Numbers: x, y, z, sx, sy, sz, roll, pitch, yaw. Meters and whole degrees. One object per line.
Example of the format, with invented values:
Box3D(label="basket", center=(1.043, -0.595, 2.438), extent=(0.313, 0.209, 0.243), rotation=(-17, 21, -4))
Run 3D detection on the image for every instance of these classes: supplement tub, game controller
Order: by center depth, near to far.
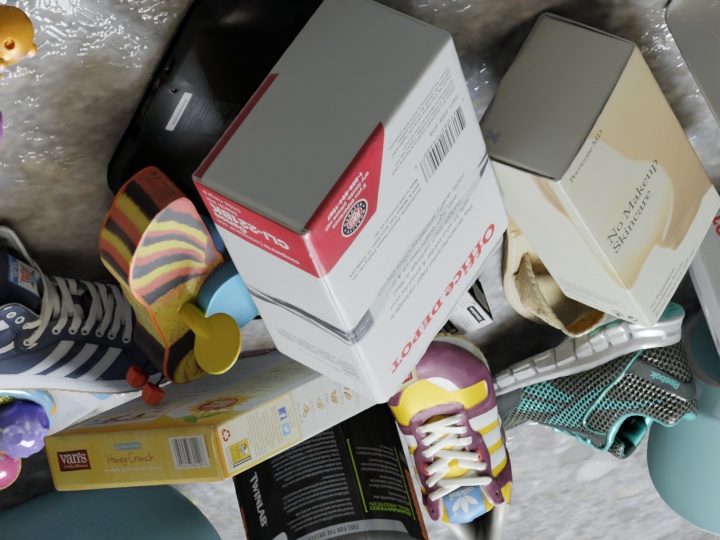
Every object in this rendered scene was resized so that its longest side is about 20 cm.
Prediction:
Box3D(label="game controller", center=(-0.076, -0.095, 1.482), extent=(0.104, 0.042, 0.200), rotation=(15, 137, -18))
Box3D(label="supplement tub", center=(-0.020, 0.167, 1.734), extent=(0.122, 0.200, 0.123), rotation=(-11, 146, -7))

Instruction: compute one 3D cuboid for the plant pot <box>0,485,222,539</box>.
Box3D(label="plant pot", center=(-0.170, 0.226, 1.797), extent=(0.135, 0.200, 0.200), rotation=(-41, 157, -28))

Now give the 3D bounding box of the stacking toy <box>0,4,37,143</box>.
Box3D(label="stacking toy", center=(-0.240, -0.072, 1.396), extent=(0.116, 0.110, 0.200), rotation=(23, 120, -29))

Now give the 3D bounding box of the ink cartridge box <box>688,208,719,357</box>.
Box3D(label="ink cartridge box", center=(0.330, 0.004, 1.691), extent=(0.199, 0.146, 0.084), rotation=(-18, 144, 2))

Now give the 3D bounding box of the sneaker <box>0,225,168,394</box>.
Box3D(label="sneaker", center=(-0.182, 0.023, 1.572), extent=(0.199, 0.070, 0.109), rotation=(-4, 147, -12))

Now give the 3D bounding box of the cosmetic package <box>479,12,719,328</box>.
Box3D(label="cosmetic package", center=(0.147, -0.058, 1.550), extent=(0.105, 0.071, 0.200), rotation=(-60, 147, -12))

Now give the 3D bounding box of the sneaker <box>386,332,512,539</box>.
Box3D(label="sneaker", center=(0.066, 0.120, 1.730), extent=(0.075, 0.090, 0.200), rotation=(-15, 145, 12))

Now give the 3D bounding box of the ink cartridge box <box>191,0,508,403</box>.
Box3D(label="ink cartridge box", center=(0.000, -0.038, 1.430), extent=(0.144, 0.084, 0.200), rotation=(-54, 152, -19))

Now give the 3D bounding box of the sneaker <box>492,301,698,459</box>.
Box3D(label="sneaker", center=(0.158, 0.093, 1.764), extent=(0.077, 0.091, 0.200), rotation=(-16, 173, -40))

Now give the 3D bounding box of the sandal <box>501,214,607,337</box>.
Box3D(label="sandal", center=(0.135, 0.010, 1.687), extent=(0.077, 0.070, 0.212), rotation=(-18, 147, 3))

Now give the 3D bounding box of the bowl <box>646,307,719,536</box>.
Box3D(label="bowl", center=(0.291, 0.084, 1.780), extent=(0.200, 0.201, 0.105), rotation=(-17, 127, 2))

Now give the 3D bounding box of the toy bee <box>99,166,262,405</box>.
Box3D(label="toy bee", center=(-0.103, 0.029, 1.506), extent=(0.109, 0.131, 0.200), rotation=(-46, 123, -2))

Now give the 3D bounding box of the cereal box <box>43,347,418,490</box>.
Box3D(label="cereal box", center=(-0.077, 0.087, 1.563), extent=(0.144, 0.040, 0.200), rotation=(-7, -171, 39))

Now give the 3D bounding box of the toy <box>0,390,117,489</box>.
Box3D(label="toy", center=(-0.262, 0.122, 1.704), extent=(0.200, 0.047, 0.115), rotation=(-29, 146, 19))

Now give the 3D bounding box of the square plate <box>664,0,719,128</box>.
Box3D(label="square plate", center=(0.260, -0.134, 1.413), extent=(0.028, 0.198, 0.200), rotation=(-4, 146, -29))

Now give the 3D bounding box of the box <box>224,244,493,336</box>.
Box3D(label="box", center=(0.000, 0.000, 1.647), extent=(0.110, 0.035, 0.200), rotation=(-24, 146, 12))
